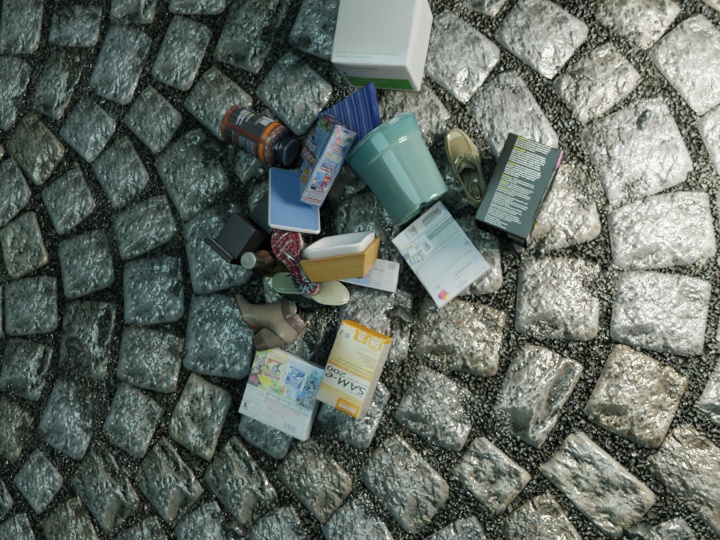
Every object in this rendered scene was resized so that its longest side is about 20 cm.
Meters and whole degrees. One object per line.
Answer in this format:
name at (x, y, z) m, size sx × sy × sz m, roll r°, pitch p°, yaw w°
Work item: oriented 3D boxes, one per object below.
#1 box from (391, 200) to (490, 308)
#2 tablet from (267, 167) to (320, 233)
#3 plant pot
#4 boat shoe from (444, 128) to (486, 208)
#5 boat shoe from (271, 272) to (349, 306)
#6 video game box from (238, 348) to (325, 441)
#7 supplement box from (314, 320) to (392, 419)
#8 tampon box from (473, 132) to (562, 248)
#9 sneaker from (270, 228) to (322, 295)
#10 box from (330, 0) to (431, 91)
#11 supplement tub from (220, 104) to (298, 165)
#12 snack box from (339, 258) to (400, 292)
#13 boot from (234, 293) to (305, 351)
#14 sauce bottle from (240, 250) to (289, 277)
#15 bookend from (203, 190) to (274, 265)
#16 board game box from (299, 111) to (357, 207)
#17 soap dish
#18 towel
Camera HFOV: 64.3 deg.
box at (0.192, -0.039, 1.372) m, size 0.155 × 0.041 × 0.202 m, roll -39°, pitch 76°, yaw 11°
tablet at (-0.165, -0.175, 1.420) m, size 0.127 × 0.014 × 0.203 m, roll 7°, pitch 51°, yaw -16°
plant pot at (0.097, -0.228, 1.345) m, size 0.198 × 0.200 × 0.198 m, roll -34°, pitch 86°, yaw 11°
boat shoe at (0.251, -0.249, 1.356) m, size 0.071 × 0.065 × 0.204 m, roll -20°, pitch 81°, yaw 14°
boat shoe at (-0.127, 0.056, 1.443) m, size 0.194 × 0.066 × 0.076 m, roll 7°, pitch 64°, yaw -6°
video game box at (-0.196, 0.306, 1.458) m, size 0.196 × 0.047 × 0.186 m, roll 18°, pitch 93°, yaw 17°
supplement box at (-0.016, 0.238, 1.395) m, size 0.124 × 0.073 × 0.204 m, roll 20°, pitch 92°, yaw 17°
tampon box at (0.352, -0.174, 1.277) m, size 0.124 × 0.150 × 0.204 m, roll 24°, pitch 93°, yaw 17°
sneaker at (-0.156, -0.027, 1.396) m, size 0.079 × 0.075 × 0.203 m, roll -27°, pitch 75°, yaw 9°
box at (0.055, -0.562, 1.381) m, size 0.194 × 0.171 × 0.205 m, roll 9°, pitch 88°, yaw 17°
supplement tub at (-0.259, -0.347, 1.492) m, size 0.197 × 0.107 × 0.109 m, roll 29°, pitch 94°, yaw 16°
snack box at (0.000, 0.000, 1.433) m, size 0.195 × 0.024 × 0.074 m, roll 11°, pitch 88°, yaw 17°
boot at (-0.230, 0.109, 1.475) m, size 0.144 × 0.070 × 0.202 m, roll -31°, pitch 64°, yaw -1°
sauce bottle at (-0.234, -0.017, 1.412) m, size 0.064 × 0.200 × 0.068 m, roll -1°, pitch 86°, yaw 17°
bookend at (-0.259, -0.116, 1.427) m, size 0.092 × 0.200 × 0.200 m, roll 37°, pitch 97°, yaw 15°
board game box at (-0.100, -0.271, 1.393) m, size 0.203 × 0.061 × 0.200 m, roll -66°, pitch 28°, yaw 17°
soap dish at (-0.041, -0.033, 1.342) m, size 0.153 × 0.200 × 0.083 m, roll -7°, pitch 102°, yaw 13°
towel at (-0.030, -0.363, 1.428) m, size 0.197 × 0.024 × 0.148 m, roll -19°, pitch 76°, yaw 39°
